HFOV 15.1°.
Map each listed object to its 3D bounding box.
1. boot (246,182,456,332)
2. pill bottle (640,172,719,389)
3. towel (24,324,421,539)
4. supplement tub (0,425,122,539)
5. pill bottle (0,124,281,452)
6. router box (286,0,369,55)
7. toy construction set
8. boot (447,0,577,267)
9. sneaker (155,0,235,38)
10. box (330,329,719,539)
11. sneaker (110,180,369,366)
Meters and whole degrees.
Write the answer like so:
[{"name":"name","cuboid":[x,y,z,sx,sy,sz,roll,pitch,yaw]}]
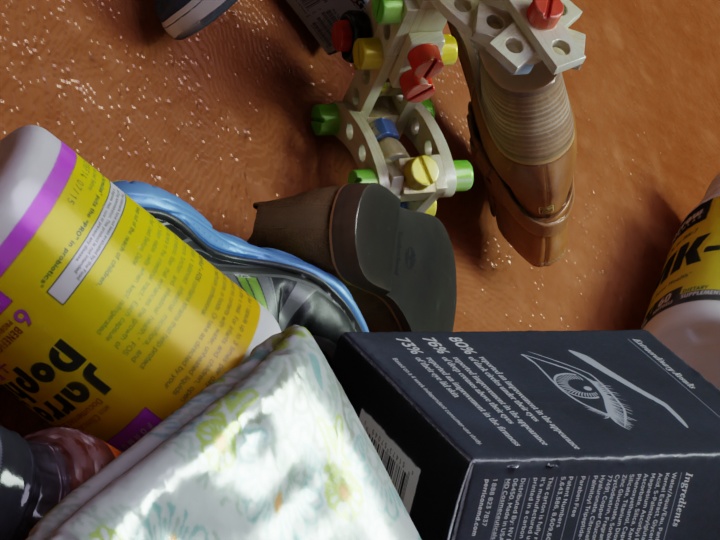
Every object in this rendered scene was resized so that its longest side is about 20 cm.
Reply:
[{"name":"boot","cuboid":[0.000,0.000,1.482,0.200,0.075,0.074,44,50,-61]},{"name":"pill bottle","cuboid":[0.249,0.018,1.769,0.114,0.114,0.200,52,35,-18]},{"name":"towel","cuboid":[-0.043,0.140,1.158,0.200,0.048,0.172,-38,108,-47]},{"name":"supplement tub","cuboid":[-0.110,0.138,1.198,0.200,0.107,0.107,36,42,-36]},{"name":"pill bottle","cuboid":[-0.107,0.032,1.248,0.200,0.104,0.105,39,39,-15]},{"name":"router box","cuboid":[-0.040,-0.247,1.600,0.200,0.051,0.149,51,34,-19]},{"name":"toy construction set","cuboid":[0.038,-0.104,1.501,0.092,0.200,0.132,5,54,-34]},{"name":"boot","cuboid":[0.086,-0.114,1.638,0.155,0.073,0.201,80,2,-48]},{"name":"sneaker","cuboid":[-0.078,-0.238,1.447,0.146,0.203,0.077,39,5,-10]},{"name":"box","cuboid":[0.094,0.106,1.389,0.199,0.105,0.148,2,23,-29]},{"name":"sneaker","cuboid":[-0.075,0.023,1.371,0.199,0.070,0.083,26,62,-42]}]
